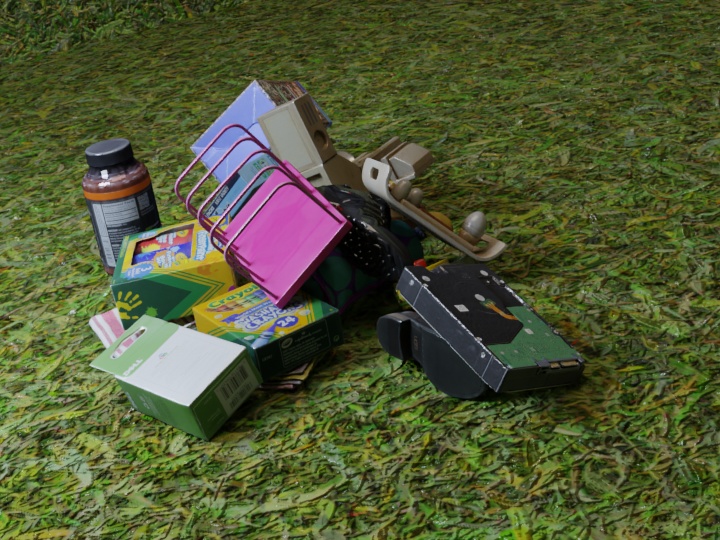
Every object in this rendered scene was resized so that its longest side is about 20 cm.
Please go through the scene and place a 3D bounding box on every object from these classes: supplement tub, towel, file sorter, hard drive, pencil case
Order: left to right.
[{"bbox_3d":[-0.369,-0.099,1.823,0.106,0.202,0.107,-8,23,3],"label":"supplement tub"},{"bbox_3d":[-0.271,0.061,1.650,0.199,0.030,0.146,-21,26,-23],"label":"towel"},{"bbox_3d":[-0.134,-0.079,1.502,0.139,0.125,0.200,-48,39,3],"label":"file sorter"},{"bbox_3d":[-0.134,0.104,1.512,0.198,0.023,0.144,2,28,24],"label":"towel"},{"bbox_3d":[0.000,0.000,1.600,0.199,0.085,0.093,-27,67,-38],"label":"pencil case"},{"bbox_3d":[0.150,0.063,1.359,0.139,0.038,0.200,-2,35,-40],"label":"hard drive"}]

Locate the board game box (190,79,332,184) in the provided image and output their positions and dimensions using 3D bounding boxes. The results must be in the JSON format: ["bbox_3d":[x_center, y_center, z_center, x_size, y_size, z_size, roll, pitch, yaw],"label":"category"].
[{"bbox_3d":[-0.160,-0.224,1.940,0.159,0.097,0.200,-43,-6,19],"label":"board game box"}]

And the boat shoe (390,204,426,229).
[{"bbox_3d":[0.030,-0.073,1.765,0.075,0.072,0.199,14,28,39],"label":"boat shoe"}]

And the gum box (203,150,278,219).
[{"bbox_3d":[-0.159,-0.135,1.895,0.200,0.045,0.170,-37,-6,-45],"label":"gum box"}]

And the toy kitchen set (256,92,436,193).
[{"bbox_3d":[-0.005,-0.203,1.758,0.162,0.182,0.200,-17,15,39],"label":"toy kitchen set"}]

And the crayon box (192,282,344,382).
[{"bbox_3d":[-0.128,0.065,1.506,0.125,0.052,0.199,-24,27,-28],"label":"crayon box"}]

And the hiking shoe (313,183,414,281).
[{"bbox_3d":[0.014,-0.063,1.552,0.100,0.076,0.200,-24,50,-34],"label":"hiking shoe"}]

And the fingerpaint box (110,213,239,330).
[{"bbox_3d":[-0.257,-0.005,1.667,0.165,0.074,0.200,-13,22,0],"label":"fingerpaint box"}]

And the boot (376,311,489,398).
[{"bbox_3d":[0.135,0.073,1.432,0.173,0.070,0.199,-17,31,-34],"label":"boot"}]

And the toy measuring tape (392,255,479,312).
[{"bbox_3d":[0.095,0.015,1.583,0.073,0.074,0.200,4,13,28],"label":"toy measuring tape"}]

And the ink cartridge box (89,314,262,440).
[{"bbox_3d":[-0.225,0.125,1.428,0.199,0.060,0.104,14,49,41],"label":"ink cartridge box"}]

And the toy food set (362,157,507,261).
[{"bbox_3d":[0.098,-0.088,1.611,0.061,0.199,0.143,-56,17,1],"label":"toy food set"}]

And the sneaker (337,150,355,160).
[{"bbox_3d":[-0.009,-0.144,1.966,0.087,0.075,0.199,-36,27,-24],"label":"sneaker"}]
